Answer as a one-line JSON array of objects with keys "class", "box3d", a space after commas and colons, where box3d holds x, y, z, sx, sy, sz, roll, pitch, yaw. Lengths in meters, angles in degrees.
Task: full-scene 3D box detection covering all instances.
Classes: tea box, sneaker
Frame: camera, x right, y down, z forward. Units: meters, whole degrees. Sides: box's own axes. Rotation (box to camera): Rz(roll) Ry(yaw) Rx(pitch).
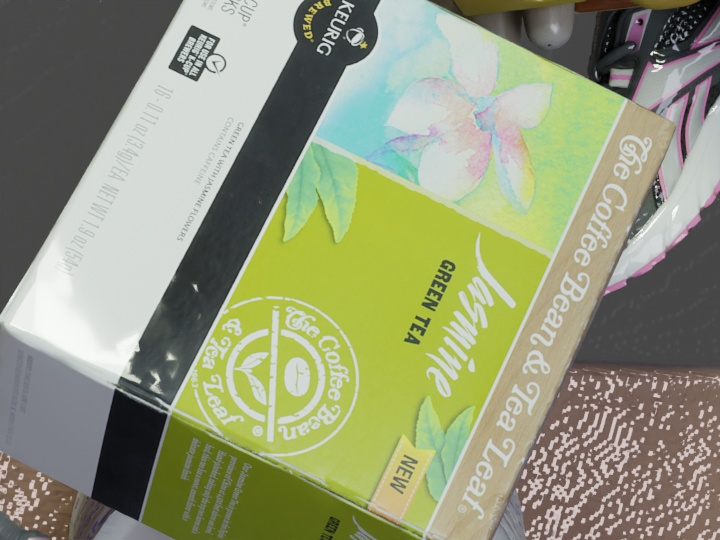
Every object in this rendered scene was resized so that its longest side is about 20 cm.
[{"class": "tea box", "box3d": [-0.013, 0.006, 1.104, 0.196, 0.134, 0.201, 25, 66, 1]}, {"class": "sneaker", "box3d": [0.127, -0.080, 1.268, 0.086, 0.080, 0.200, 40, 81, -15]}]

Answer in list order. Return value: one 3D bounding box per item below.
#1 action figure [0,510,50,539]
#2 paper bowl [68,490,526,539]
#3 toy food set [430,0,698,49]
[{"class": "action figure", "box3d": [-0.214, 0.091, 1.167, 0.134, 0.149, 0.201, -18, 139, -32]}, {"class": "paper bowl", "box3d": [-0.026, 0.144, 1.215, 0.200, 0.105, 0.201, -1, 123, -2]}, {"class": "toy food set", "box3d": [0.107, -0.108, 1.164, 0.199, 0.143, 0.061, -6, 79, 12]}]
